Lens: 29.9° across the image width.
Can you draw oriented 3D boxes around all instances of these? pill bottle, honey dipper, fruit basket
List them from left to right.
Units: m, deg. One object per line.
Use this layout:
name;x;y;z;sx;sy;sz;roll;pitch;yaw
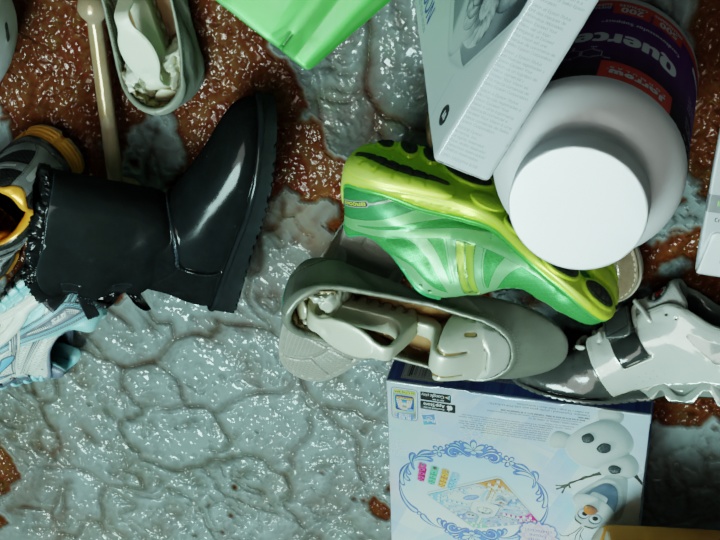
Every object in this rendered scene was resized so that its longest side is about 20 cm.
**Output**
honey dipper;-0.185;-0.111;0.999;0.038;0.038;0.200;7;121;13
fruit basket;-0.012;-0.234;0.788;0.155;0.216;0.216;37;123;-7
pill bottle;0.144;-0.083;0.815;0.112;0.200;0.113;8;122;12

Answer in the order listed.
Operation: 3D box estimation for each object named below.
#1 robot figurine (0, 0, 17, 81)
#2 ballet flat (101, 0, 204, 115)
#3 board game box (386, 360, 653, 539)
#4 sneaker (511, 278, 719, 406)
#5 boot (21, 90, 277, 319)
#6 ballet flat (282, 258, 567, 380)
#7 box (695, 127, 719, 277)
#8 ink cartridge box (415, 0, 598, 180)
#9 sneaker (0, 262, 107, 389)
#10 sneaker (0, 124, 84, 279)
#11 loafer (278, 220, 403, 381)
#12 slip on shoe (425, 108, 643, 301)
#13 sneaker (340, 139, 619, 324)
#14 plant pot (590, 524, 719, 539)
robot figurine;-0.341;-0.188;0.945;0.200;0.125;0.150;32;162;-3
ballet flat;-0.154;-0.201;0.919;0.067;0.064;0.200;-4;118;19
board game box;0.122;0.166;1.063;0.200;0.043;0.199;7;124;13
sneaker;0.203;0.047;0.961;0.200;0.074;0.089;-2;107;15
boot;-0.154;-0.049;0.972;0.162;0.073;0.198;8;127;-15
ballet flat;0.041;0.046;0.928;0.200;0.064;0.067;15;126;6
box;0.308;-0.080;0.863;0.156;0.041;0.200;9;123;12
ink cartridge box;0.095;-0.185;0.772;0.041;0.200;0.200;20;125;-17
sneaker;-0.285;0.070;1.115;0.086;0.078;0.200;40;123;-12
sneaker;-0.297;-0.035;1.055;0.078;0.077;0.200;40;124;-10
loafer;0.000;0.000;0.998;0.072;0.063;0.200;26;127;-5
slip on shoe;0.119;-0.045;0.929;0.076;0.061;0.200;-32;107;30
sneaker;0.077;-0.017;0.885;0.200;0.074;0.084;27;129;15
plant pot;0.251;0.269;0.984;0.183;0.200;0.200;15;123;2
